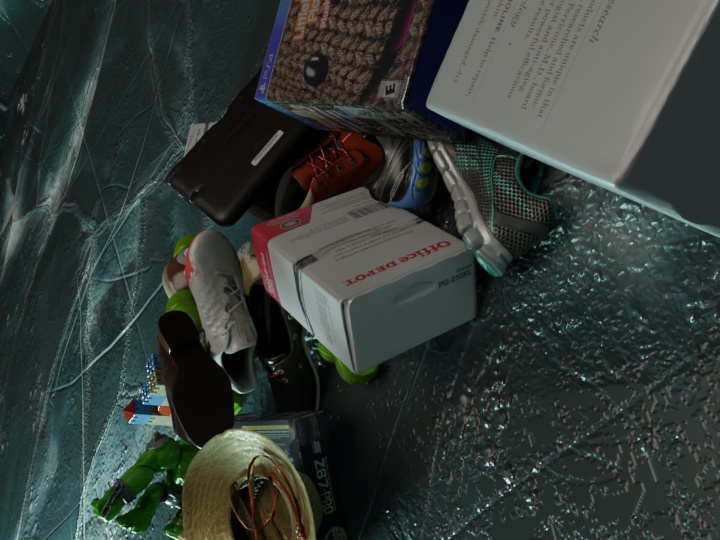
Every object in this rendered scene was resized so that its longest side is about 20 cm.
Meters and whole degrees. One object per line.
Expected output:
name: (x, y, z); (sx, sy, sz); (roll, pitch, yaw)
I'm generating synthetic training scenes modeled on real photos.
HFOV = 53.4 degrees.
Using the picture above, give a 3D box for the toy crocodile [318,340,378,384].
toy crocodile: (-0.025, 0.038, 0.826); (0.068, 0.061, 0.201); (90, 169, -50)

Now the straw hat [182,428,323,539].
straw hat: (-0.085, 0.246, 0.717); (0.200, 0.085, 0.202); (3, 95, 39)

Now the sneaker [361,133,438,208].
sneaker: (0.042, -0.163, 0.750); (0.082, 0.071, 0.201); (0, 76, 21)

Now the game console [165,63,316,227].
game console: (-0.126, -0.144, 0.872); (0.176, 0.116, 0.200); (35, 83, 32)

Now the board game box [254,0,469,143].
board game box: (0.015, -0.219, 0.684); (0.199, 0.097, 0.160); (14, 89, 42)

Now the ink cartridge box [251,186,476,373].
ink cartridge box: (0.000, 0.000, 0.717); (0.200, 0.144, 0.085); (36, 141, 51)

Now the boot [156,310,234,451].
boot: (-0.196, 0.173, 0.850); (0.201, 0.064, 0.187); (105, 148, -47)

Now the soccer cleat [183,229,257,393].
soccer cleat: (-0.152, 0.050, 0.819); (0.085, 0.068, 0.201); (32, 131, 46)

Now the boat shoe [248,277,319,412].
boat shoe: (-0.094, 0.102, 0.853); (0.073, 0.063, 0.203); (4, 104, 37)

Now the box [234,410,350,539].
box: (-0.099, 0.249, 0.834); (0.200, 0.049, 0.162); (-17, 84, 50)

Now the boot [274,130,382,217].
boot: (-0.025, -0.127, 0.823); (0.075, 0.107, 0.200); (46, 120, 21)

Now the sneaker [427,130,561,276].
sneaker: (0.126, -0.090, 0.669); (0.091, 0.078, 0.201); (-30, 53, 19)

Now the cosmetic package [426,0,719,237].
cosmetic package: (0.189, -0.143, 0.505); (0.200, 0.167, 0.167); (40, 111, 49)

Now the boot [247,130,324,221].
boot: (-0.088, -0.156, 0.903); (0.167, 0.072, 0.200); (-58, 8, 18)

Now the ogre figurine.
ogre figurine: (-0.234, 0.282, 0.923); (0.098, 0.199, 0.120); (-3, 61, 65)

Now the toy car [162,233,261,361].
toy car: (-0.141, -0.008, 0.932); (0.200, 0.158, 0.165); (-41, 30, 17)

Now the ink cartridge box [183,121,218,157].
ink cartridge box: (-0.235, -0.174, 1.159); (0.200, 0.068, 0.117); (12, 88, 54)

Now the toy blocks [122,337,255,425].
toy blocks: (-0.247, 0.160, 1.015); (0.200, 0.136, 0.100); (-49, 45, 32)
